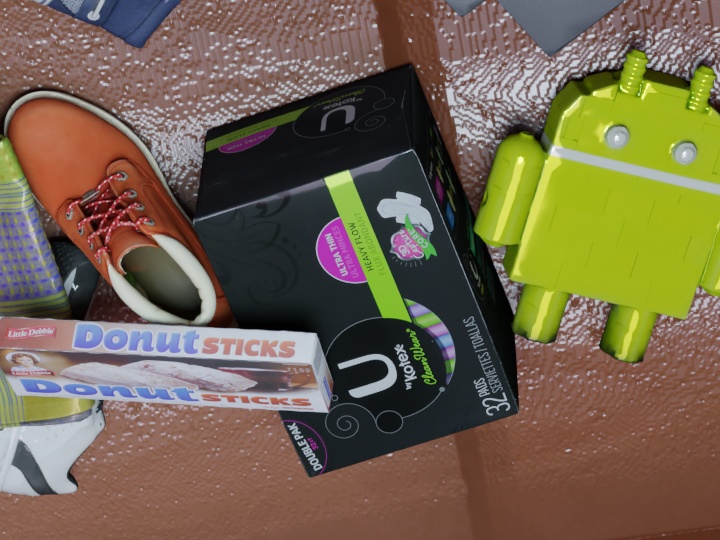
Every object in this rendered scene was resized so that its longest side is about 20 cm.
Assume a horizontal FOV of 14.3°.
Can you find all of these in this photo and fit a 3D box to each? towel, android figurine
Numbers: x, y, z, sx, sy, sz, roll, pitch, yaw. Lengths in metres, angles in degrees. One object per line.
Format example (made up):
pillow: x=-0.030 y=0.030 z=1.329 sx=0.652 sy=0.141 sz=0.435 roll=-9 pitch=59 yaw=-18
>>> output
towel: x=-0.252 y=0.012 z=1.815 sx=0.143 sy=0.023 sz=0.201 roll=-4 pitch=112 yaw=25
android figurine: x=0.166 y=-0.042 z=1.810 sx=0.182 sy=0.041 sz=0.200 roll=14 pitch=110 yaw=-13

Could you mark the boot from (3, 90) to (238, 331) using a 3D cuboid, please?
boot: x=-0.150 y=-0.036 z=1.780 sx=0.075 sy=0.107 sz=0.200 roll=-44 pitch=86 yaw=5

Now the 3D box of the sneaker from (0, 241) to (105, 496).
sneaker: x=-0.200 y=0.066 z=1.889 sx=0.080 sy=0.074 sz=0.200 roll=10 pitch=124 yaw=-20

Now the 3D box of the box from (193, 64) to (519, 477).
box: x=0.000 y=0.000 z=1.808 sx=0.148 sy=0.124 sz=0.200 roll=-18 pitch=118 yaw=11

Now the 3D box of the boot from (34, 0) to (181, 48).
boot: x=-0.122 y=-0.227 z=1.724 sx=0.090 sy=0.073 sz=0.200 roll=25 pitch=125 yaw=-20

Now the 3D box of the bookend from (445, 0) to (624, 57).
bookend: x=0.091 y=-0.204 z=1.650 sx=0.092 sy=0.200 sz=0.199 roll=-37 pitch=111 yaw=20

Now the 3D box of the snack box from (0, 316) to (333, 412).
snack box: x=-0.120 y=0.057 z=1.751 sx=0.199 sy=0.024 sz=0.072 roll=3 pitch=154 yaw=10
